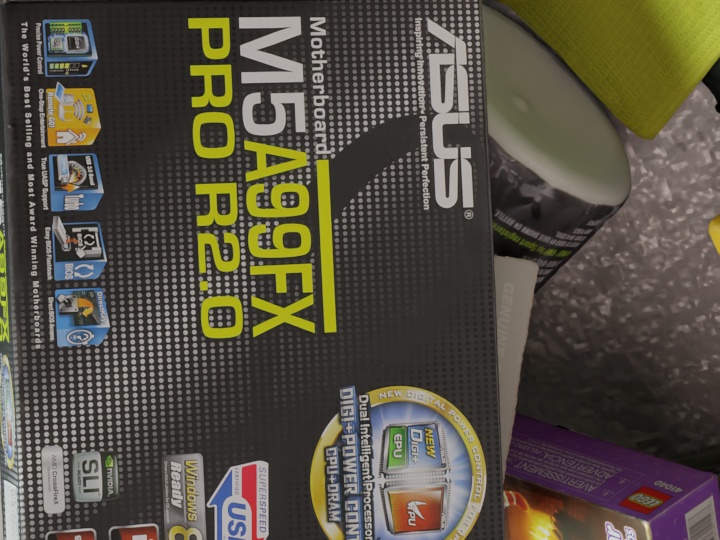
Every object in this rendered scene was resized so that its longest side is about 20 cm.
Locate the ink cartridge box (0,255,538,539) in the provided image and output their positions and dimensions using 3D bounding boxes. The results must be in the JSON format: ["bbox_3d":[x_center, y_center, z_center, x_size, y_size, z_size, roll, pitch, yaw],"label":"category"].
[{"bbox_3d":[-0.050,0.056,0.785,0.199,0.050,0.162,10,87,-18],"label":"ink cartridge box"}]

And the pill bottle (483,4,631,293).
[{"bbox_3d":[0.000,0.000,0.869,0.106,0.106,0.200,40,116,-8],"label":"pill bottle"}]

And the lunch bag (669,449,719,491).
[{"bbox_3d":[0.150,0.161,0.910,0.199,0.118,0.165,-17,106,22],"label":"lunch bag"}]

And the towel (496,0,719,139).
[{"bbox_3d":[0.095,-0.106,0.765,0.018,0.200,0.086,-39,83,-18],"label":"towel"}]

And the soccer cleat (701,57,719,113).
[{"bbox_3d":[0.171,-0.033,0.836,0.200,0.068,0.081,36,102,-10],"label":"soccer cleat"}]

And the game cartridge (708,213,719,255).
[{"bbox_3d":[0.233,0.026,0.805,0.176,0.032,0.201,-33,108,-15],"label":"game cartridge"}]

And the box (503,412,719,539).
[{"bbox_3d":[0.081,0.153,0.847,0.137,0.039,0.201,15,124,48],"label":"box"}]

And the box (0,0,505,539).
[{"bbox_3d":[-0.037,0.010,0.742,0.159,0.044,0.201,-2,90,-16],"label":"box"}]
